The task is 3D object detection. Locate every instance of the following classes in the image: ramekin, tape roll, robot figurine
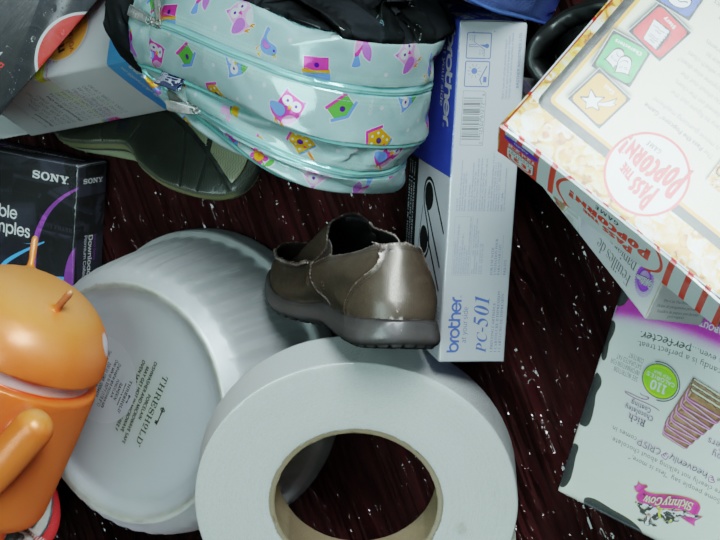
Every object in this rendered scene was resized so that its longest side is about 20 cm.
[{"bbox_3d":[-0.122,0.078,1.467,0.199,0.105,0.202,6,101,32],"label":"ramekin"},{"bbox_3d":[-0.001,0.135,1.376,0.201,0.037,0.204,0,117,0],"label":"tape roll"},{"bbox_3d":[-0.227,0.083,1.400,0.116,0.144,0.201,27,106,11],"label":"robot figurine"}]

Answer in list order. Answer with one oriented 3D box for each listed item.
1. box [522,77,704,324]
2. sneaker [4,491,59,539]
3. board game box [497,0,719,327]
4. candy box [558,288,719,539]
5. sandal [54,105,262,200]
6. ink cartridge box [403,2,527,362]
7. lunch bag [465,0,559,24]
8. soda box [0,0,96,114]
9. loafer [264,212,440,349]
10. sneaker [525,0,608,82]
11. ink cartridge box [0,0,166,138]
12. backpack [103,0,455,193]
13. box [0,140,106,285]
[{"bbox_3d":[0.139,-0.042,1.263,0.200,0.041,0.039,59,135,50],"label":"box"},{"bbox_3d":[-0.247,0.160,1.547,0.077,0.085,0.200,-56,30,-14],"label":"sneaker"},{"bbox_3d":[0.191,-0.096,1.171,0.151,0.046,0.200,40,80,11],"label":"board game box"},{"bbox_3d":[0.208,0.060,1.278,0.136,0.061,0.201,26,109,28],"label":"candy box"},{"bbox_3d":[-0.126,-0.093,1.475,0.200,0.057,0.080,22,80,46],"label":"sandal"},{"bbox_3d":[0.059,-0.054,1.336,0.094,0.044,0.202,-139,51,-71],"label":"ink cartridge box"},{"bbox_3d":[0.049,-0.246,1.287,0.199,0.136,0.133,34,105,21],"label":"lunch bag"},{"bbox_3d":[-0.215,-0.172,1.396,0.200,0.071,0.063,-49,32,5],"label":"soda box"},{"bbox_3d":[0.000,0.000,1.360,0.200,0.073,0.072,-161,75,-65],"label":"loafer"},{"bbox_3d":[0.181,-0.126,1.243,0.199,0.099,0.070,-8,93,30],"label":"sneaker"},{"bbox_3d":[-0.183,-0.160,1.466,0.199,0.068,0.116,-8,63,33],"label":"ink cartridge box"},{"bbox_3d":[-0.038,-0.128,1.311,0.200,0.166,0.127,31,122,41],"label":"backpack"},{"bbox_3d":[-0.248,0.011,1.579,0.142,0.036,0.202,11,102,31],"label":"box"}]
